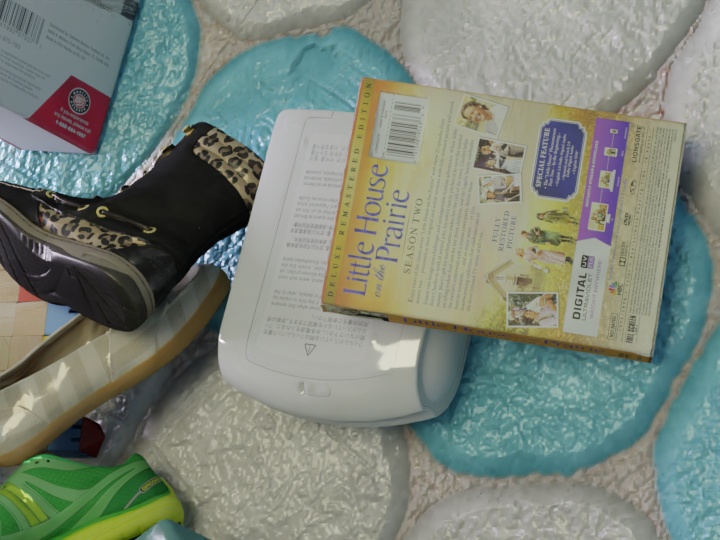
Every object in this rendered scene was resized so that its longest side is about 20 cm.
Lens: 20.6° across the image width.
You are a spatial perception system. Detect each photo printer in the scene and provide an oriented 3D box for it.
[{"bbox_3d":[0.000,0.000,1.259,0.166,0.069,0.200,5,75,32],"label":"photo printer"}]

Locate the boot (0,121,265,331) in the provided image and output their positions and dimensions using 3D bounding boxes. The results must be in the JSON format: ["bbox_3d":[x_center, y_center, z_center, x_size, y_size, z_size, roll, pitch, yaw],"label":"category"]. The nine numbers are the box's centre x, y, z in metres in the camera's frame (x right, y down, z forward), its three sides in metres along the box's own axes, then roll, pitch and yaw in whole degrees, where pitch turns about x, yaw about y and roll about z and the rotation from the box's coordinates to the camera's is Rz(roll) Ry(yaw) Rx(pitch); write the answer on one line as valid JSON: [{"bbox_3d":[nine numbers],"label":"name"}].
[{"bbox_3d":[-0.162,-0.042,1.348,0.151,0.073,0.200,-38,38,-27],"label":"boot"}]

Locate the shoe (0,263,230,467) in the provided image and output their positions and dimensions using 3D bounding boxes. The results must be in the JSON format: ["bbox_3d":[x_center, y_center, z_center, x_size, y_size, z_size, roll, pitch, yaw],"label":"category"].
[{"bbox_3d":[-0.174,0.052,1.322,0.200,0.053,0.070,-38,22,-13],"label":"shoe"}]

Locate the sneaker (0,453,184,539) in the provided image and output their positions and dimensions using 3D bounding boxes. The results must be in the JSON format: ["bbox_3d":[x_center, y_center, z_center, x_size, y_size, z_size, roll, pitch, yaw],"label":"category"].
[{"bbox_3d":[-0.217,0.169,1.288,0.084,0.200,0.074,60,149,37],"label":"sneaker"}]

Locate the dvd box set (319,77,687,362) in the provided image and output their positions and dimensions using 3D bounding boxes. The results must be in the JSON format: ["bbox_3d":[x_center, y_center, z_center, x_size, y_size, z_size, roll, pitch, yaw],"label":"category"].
[{"bbox_3d":[0.086,-0.031,1.182,0.200,0.029,0.146,8,77,6],"label":"dvd box set"}]

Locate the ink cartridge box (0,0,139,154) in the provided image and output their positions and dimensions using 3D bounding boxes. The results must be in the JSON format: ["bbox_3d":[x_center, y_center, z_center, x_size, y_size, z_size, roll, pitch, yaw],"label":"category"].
[{"bbox_3d":[-0.242,-0.204,1.453,0.083,0.145,0.200,5,75,37],"label":"ink cartridge box"}]

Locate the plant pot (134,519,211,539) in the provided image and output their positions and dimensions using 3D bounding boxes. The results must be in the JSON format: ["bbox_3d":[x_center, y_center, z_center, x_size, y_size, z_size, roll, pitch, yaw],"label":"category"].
[{"bbox_3d":[-0.095,0.260,1.184,0.141,0.141,0.200,-38,48,16],"label":"plant pot"}]

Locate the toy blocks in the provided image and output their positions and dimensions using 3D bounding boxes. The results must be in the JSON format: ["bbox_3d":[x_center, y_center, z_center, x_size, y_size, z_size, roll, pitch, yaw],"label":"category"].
[{"bbox_3d":[-0.240,0.054,1.397,0.137,0.100,0.200,-3,71,21],"label":"toy blocks"}]
